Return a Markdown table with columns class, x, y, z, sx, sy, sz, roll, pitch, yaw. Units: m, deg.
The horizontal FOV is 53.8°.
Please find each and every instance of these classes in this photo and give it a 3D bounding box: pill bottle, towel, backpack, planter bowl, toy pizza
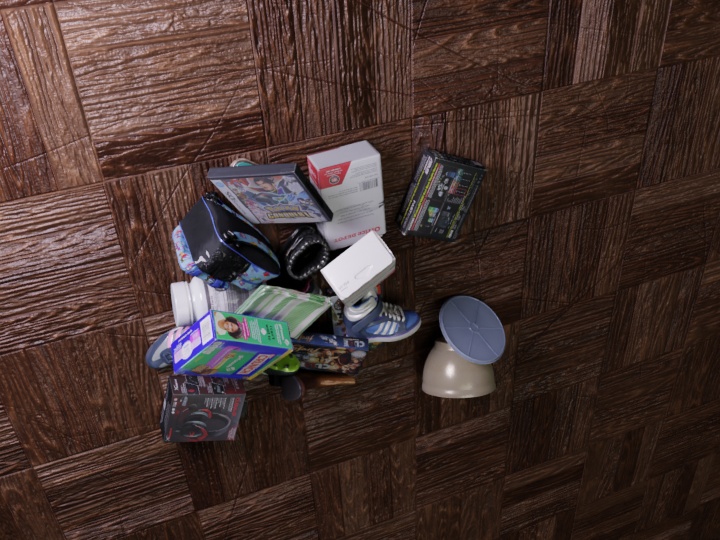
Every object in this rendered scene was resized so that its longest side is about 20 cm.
| class | x | y | z | sx | sy | sz | roll | pitch | yaw |
| --- | --- | --- | --- | --- | --- | --- | --- | --- | --- |
| pill bottle | -0.307 | 0.060 | 1.549 | 0.198 | 0.113 | 0.114 | -8 | 124 | -19 |
| towel | -0.175 | 0.094 | 1.551 | 0.199 | 0.024 | 0.152 | 14 | 133 | -45 |
| backpack | -0.268 | -0.038 | 1.468 | 0.134 | 0.183 | 0.200 | -43 | 136 | 12 |
| planter bowl | 0.261 | 0.248 | 1.898 | 0.198 | 0.200 | 0.137 | -4 | 96 | -22 |
| toy pizza | 0.288 | 0.156 | 1.843 | 0.198 | 0.202 | 0.032 | 4 | 146 | -26 |

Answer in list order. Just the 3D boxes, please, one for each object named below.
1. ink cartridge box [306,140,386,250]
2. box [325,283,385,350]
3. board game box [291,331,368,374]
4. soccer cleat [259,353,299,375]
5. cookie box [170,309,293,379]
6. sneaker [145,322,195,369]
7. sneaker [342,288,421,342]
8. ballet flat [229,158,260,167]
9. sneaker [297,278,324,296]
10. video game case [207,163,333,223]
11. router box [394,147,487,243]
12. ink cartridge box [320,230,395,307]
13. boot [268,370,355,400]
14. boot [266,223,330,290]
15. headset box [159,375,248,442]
| class | x | y | z | sx | sy | sz | roll | pitch | yaw |
| --- | --- | --- | --- | --- | --- | --- | --- | --- | --- |
| ink cartridge box | -0.028 | -0.162 | 1.550 | 0.143 | 0.084 | 0.202 | -16 | 126 | -15 |
| box | -0.010 | 0.120 | 1.770 | 0.135 | 0.038 | 0.202 | -15 | 126 | -15 |
| board game box | -0.090 | 0.200 | 1.721 | 0.197 | 0.035 | 0.136 | 7 | 146 | -10 |
| soccer cleat | -0.234 | 0.218 | 1.677 | 0.198 | 0.068 | 0.082 | 8 | 139 | 13 |
| cookie box | -0.273 | 0.163 | 1.514 | 0.199 | 0.076 | 0.171 | 13 | 142 | -42 |
| sneaker | -0.396 | 0.170 | 1.599 | 0.199 | 0.082 | 0.070 | -35 | 130 | 1 |
| sneaker | 0.054 | 0.096 | 1.706 | 0.198 | 0.081 | 0.148 | -10 | 130 | -11 |
| ballet flat | -0.179 | -0.185 | 1.475 | 0.199 | 0.067 | 0.069 | 25 | 94 | -24 |
| sneaker | -0.175 | 0.084 | 1.664 | 0.198 | 0.079 | 0.096 | -27 | 107 | -7 |
| video game case | -0.178 | -0.150 | 1.421 | 0.198 | 0.026 | 0.181 | 1 | 153 | 24 |
| router box | 0.185 | -0.171 | 1.655 | 0.148 | 0.062 | 0.202 | 8 | 117 | -29 |
| ink cartridge box | 0.000 | 0.000 | 1.563 | 0.146 | 0.083 | 0.200 | -37 | 172 | -3 |
| boot | -0.106 | 0.282 | 1.746 | 0.198 | 0.188 | 0.069 | 6 | 84 | -26 |
| boot | -0.145 | 0.002 | 1.542 | 0.079 | 0.158 | 0.213 | 22 | 103 | -21 |
| headset box | -0.373 | 0.335 | 1.721 | 0.198 | 0.075 | 0.150 | 5 | 118 | -27 |
